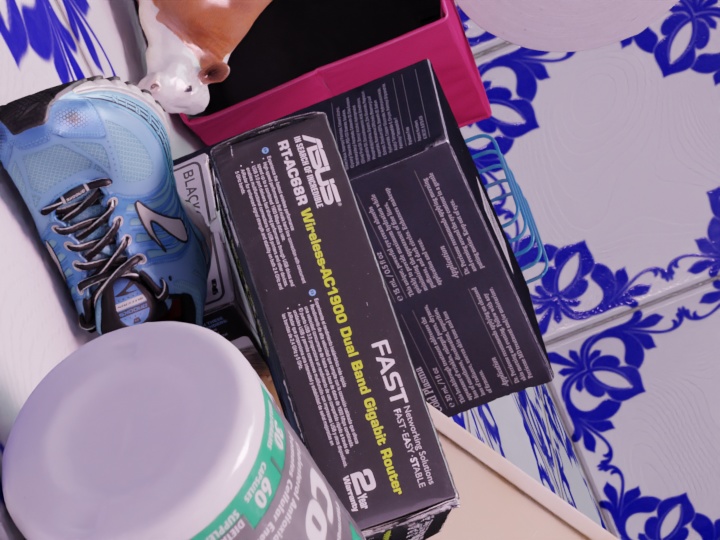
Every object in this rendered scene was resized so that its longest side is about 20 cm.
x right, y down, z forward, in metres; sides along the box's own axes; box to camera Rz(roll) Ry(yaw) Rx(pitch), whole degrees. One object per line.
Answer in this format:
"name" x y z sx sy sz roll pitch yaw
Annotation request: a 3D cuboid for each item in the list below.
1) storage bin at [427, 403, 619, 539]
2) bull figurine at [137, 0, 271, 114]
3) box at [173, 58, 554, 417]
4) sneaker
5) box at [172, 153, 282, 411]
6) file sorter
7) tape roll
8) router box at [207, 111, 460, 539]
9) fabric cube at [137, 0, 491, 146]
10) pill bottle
"storage bin" 0.080 0.192 1.292 0.199 0.094 0.199 34 -18 10
"bull figurine" -0.097 -0.194 1.441 0.122 0.200 0.065 51 -25 -21
"box" 0.000 0.000 1.415 0.104 0.181 0.201 -101 167 -55
"sneaker" -0.114 -0.017 1.074 0.200 0.078 0.090 58 17 -54
"box" -0.069 0.044 1.274 0.200 0.060 0.117 61 11 -48
"file sorter" 0.148 -0.062 2.803 0.200 0.122 0.140 53 18 -64
"tape roll" 0.145 -0.250 1.541 0.066 0.199 0.201 -102 168 -49
"router box" -0.015 0.040 1.106 0.150 0.062 0.201 98 -27 -77
"fabric cube" -0.039 -0.191 1.592 0.199 0.199 0.197 51 19 -72
"pill bottle" -0.059 0.121 0.945 0.200 0.112 0.114 60 12 -47
